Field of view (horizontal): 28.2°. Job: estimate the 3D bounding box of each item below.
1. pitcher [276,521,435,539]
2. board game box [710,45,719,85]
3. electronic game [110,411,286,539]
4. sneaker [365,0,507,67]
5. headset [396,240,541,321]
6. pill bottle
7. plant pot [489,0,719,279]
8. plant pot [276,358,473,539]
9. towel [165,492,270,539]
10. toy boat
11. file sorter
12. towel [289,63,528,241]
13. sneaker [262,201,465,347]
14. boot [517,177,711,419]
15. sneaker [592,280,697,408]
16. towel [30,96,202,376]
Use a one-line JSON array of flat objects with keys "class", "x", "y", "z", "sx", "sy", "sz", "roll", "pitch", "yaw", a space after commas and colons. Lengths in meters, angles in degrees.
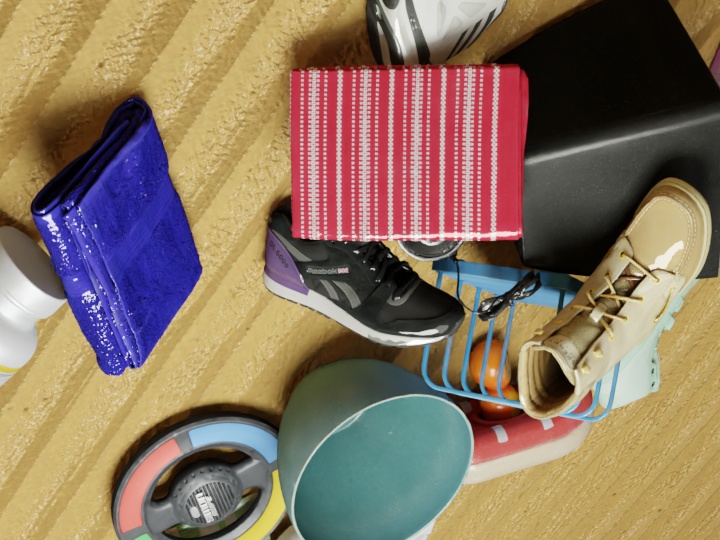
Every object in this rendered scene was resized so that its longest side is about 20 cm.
[{"class": "pitcher", "x": -0.006, "y": 0.320, "z": 1.594, "sx": 0.199, "sy": 0.121, "sz": 0.172, "roll": -36, "pitch": 147, "yaw": -14}, {"class": "board game box", "x": 0.405, "y": -0.152, "z": 1.452, "sx": 0.151, "sy": 0.040, "sz": 0.202, "roll": -4, "pitch": 129, "yaw": -25}, {"class": "electronic game", "x": -0.158, "y": 0.229, "z": 1.468, "sx": 0.198, "sy": 0.042, "sz": 0.202, "roll": -13, "pitch": 126, "yaw": -18}, {"class": "sneaker", "x": 0.059, "y": -0.252, "z": 1.173, "sx": 0.115, "sy": 0.076, "sz": 0.202, "roll": -29, "pitch": 144, "yaw": -15}, {"class": "headset", "x": 0.075, "y": -0.050, "z": 1.262, "sx": 0.093, "sy": 0.202, "sz": 0.123, "roll": -30, "pitch": 178, "yaw": 6}, {"class": "pill bottle", "x": -0.340, "y": 0.058, "z": 1.186, "sx": 0.200, "sy": 0.112, "sz": 0.112, "roll": -41, "pitch": 135, "yaw": 10}, {"class": "plant pot", "x": 0.211, "y": -0.111, "z": 1.289, "sx": 0.175, "sy": 0.201, "sz": 0.201, "roll": -11, "pitch": 134, "yaw": -3}, {"class": "plant pot", "x": -0.004, "y": 0.166, "z": 1.436, "sx": 0.198, "sy": 0.135, "sz": 0.202, "roll": -15, "pitch": 129, "yaw": -20}, {"class": "towel", "x": -0.189, "y": 0.331, "z": 1.566, "sx": 0.198, "sy": 0.023, "sz": 0.154, "roll": -21, "pitch": 134, "yaw": -10}, {"class": "toy boat", "x": 0.150, "y": 0.137, "z": 1.529, "sx": 0.198, "sy": 0.130, "sz": 0.132, "roll": -15, "pitch": 104, "yaw": -16}, {"class": "file sorter", "x": 0.161, "y": 0.070, "z": 1.373, "sx": 0.199, "sy": 0.137, "sz": 0.124, "roll": 20, "pitch": 79, "yaw": -60}, {"class": "towel", "x": 0.040, "y": -0.097, "z": 1.189, "sx": 0.197, "sy": 0.022, "sz": 0.147, "roll": 0, "pitch": 98, "yaw": 6}, {"class": "sneaker", "x": 0.000, "y": 0.000, "z": 1.276, "sx": 0.076, "sy": 0.198, "sz": 0.088, "roll": -50, "pitch": 152, "yaw": -49}, {"class": "boot", "x": 0.208, "y": 0.027, "z": 1.194, "sx": 0.155, "sy": 0.073, "sz": 0.201, "roll": -34, "pitch": 157, "yaw": -39}, {"class": "sneaker", "x": 0.306, "y": 0.059, "z": 1.525, "sx": 0.200, "sy": 0.074, "sz": 0.119, "roll": -38, "pitch": 122, "yaw": -17}, {"class": "towel", "x": -0.191, "y": -0.023, "z": 1.192, "sx": 0.148, "sy": 0.049, "sz": 0.201, "roll": -54, "pitch": 148, "yaw": -34}]
